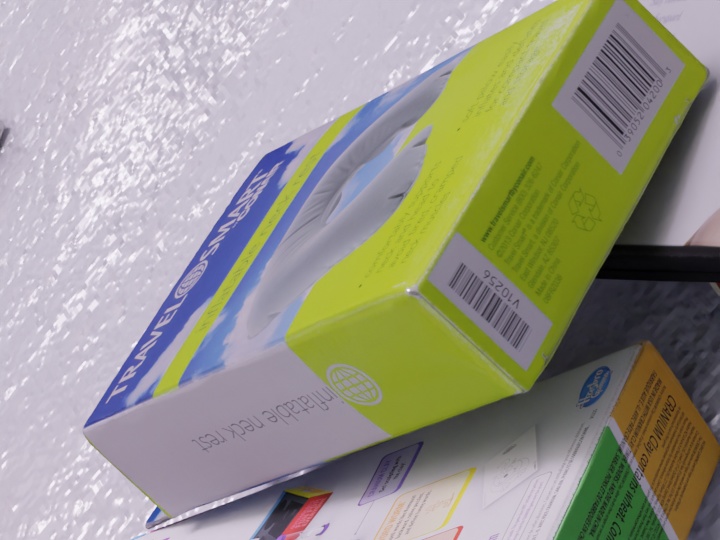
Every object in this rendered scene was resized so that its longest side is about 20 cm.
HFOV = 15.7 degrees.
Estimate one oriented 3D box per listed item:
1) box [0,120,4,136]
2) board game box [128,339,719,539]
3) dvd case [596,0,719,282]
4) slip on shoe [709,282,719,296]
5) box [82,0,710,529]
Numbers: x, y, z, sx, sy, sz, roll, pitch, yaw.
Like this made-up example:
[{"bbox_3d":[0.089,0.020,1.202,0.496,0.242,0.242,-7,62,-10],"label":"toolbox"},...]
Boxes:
[{"bbox_3d":[-0.245,-0.051,1.060,0.200,0.095,0.078,8,70,48],"label":"box"},{"bbox_3d":[-0.013,0.105,0.695,0.200,0.040,0.153,-23,21,36],"label":"board game box"},{"bbox_3d":[0.117,-0.087,0.718,0.200,0.018,0.143,-62,20,-10],"label":"dvd case"},{"bbox_3d":[0.151,-0.008,0.631,0.200,0.061,0.074,14,78,56],"label":"slip on shoe"},{"bbox_3d":[0.000,0.000,0.739,0.200,0.048,0.122,-24,28,53],"label":"box"}]
